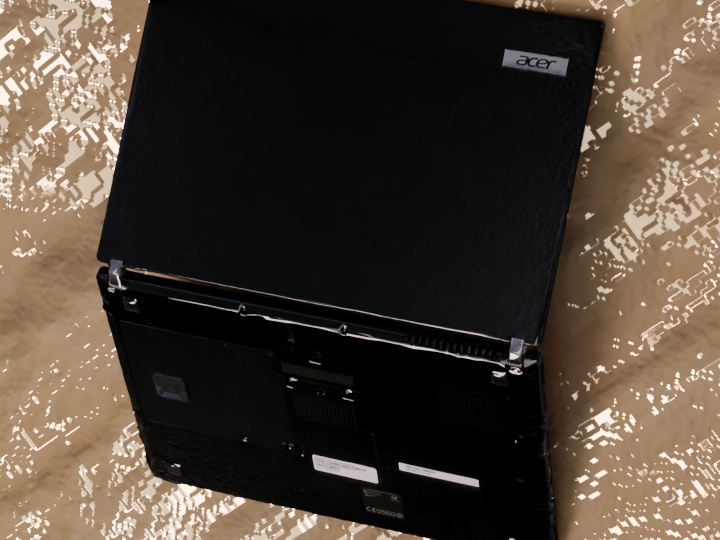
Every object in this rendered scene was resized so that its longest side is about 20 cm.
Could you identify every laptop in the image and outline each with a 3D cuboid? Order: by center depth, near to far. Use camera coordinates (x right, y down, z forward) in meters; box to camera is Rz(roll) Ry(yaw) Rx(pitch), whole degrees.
[{"bbox_3d":[0.000,0.000,0.918,0.176,0.104,0.201,11,140,18],"label":"laptop"}]
